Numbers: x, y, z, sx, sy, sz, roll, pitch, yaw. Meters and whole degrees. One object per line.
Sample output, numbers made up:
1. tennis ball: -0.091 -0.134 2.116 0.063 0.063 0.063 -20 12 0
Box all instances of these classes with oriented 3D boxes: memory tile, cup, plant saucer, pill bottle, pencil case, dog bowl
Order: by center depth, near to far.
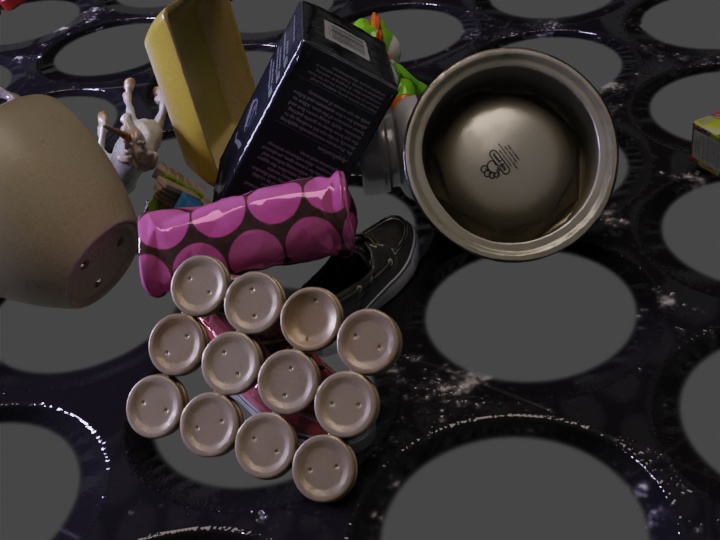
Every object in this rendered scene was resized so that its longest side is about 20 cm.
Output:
1. memory tile: -0.076 0.080 0.801 0.198 0.017 0.155 17 84 18
2. pencil case: -0.099 -0.034 0.924 0.198 0.092 0.094 -10 -10 6
3. dog bowl: 0.139 -0.103 0.982 0.198 0.202 0.074 -8 -7 0
4. cup: -0.298 -0.044 0.995 0.143 0.201 0.200 36 49 14
5. pill bottle: 0.096 -0.132 1.080 0.198 0.113 0.113 -8 35 1
6. plant saucer: -0.175 -0.212 1.157 0.048 0.202 0.200 -9 25 16

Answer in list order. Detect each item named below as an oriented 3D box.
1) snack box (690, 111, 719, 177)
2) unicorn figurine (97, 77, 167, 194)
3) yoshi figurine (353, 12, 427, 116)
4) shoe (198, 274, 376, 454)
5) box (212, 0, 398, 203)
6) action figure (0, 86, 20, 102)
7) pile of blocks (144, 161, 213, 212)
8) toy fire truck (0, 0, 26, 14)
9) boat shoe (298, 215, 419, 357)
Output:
1. snack box: 0.463 -0.135 1.061 0.198 0.053 0.142 -22 39 -19
2. unicorn figurine: -0.249 -0.139 1.119 0.073 0.200 0.138 5 55 -18
3. yoshi figurine: 0.021 -0.223 1.265 0.112 0.112 0.201 -37 40 30
4. shoe: -0.070 0.072 0.842 0.071 0.092 0.199 -33 42 -31
5. box: -0.058 -0.140 1.021 0.104 0.201 0.148 24 25 -16
6. action figure: -0.379 -0.135 1.133 0.104 0.202 0.194 3 31 -21
7. pile of blocks: -0.176 -0.044 1.046 0.082 0.062 0.200 25 11 -38
8. toy fire truck: -0.599 -0.494 1.757 0.199 0.112 0.169 23 69 37
9. boat shoe: 0.000 0.000 0.960 0.068 0.057 0.200 11 39 25
